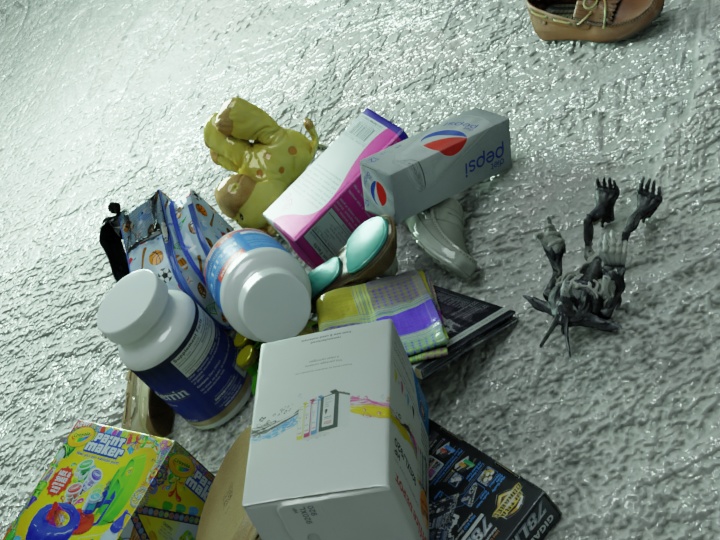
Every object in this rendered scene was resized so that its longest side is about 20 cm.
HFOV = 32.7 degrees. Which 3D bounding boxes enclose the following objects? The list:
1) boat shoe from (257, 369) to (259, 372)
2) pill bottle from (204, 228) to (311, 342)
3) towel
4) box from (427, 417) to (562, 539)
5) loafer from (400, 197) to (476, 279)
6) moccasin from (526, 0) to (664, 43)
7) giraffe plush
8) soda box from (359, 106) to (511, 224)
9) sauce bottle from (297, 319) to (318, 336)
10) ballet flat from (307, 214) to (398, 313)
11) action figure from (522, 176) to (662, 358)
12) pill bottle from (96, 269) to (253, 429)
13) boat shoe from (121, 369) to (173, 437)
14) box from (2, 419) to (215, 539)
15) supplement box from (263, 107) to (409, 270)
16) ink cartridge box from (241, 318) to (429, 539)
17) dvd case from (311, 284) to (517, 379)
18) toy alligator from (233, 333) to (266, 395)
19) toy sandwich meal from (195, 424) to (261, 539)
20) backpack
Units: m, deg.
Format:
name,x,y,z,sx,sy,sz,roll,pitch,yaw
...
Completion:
name,x,y,z,sx,sy,sz,roll,pitch,yaw
boat shoe,-0.064,0.127,1.379,0.067,0.200,0.072,-39,79,-5
pill bottle,-0.121,0.020,1.480,0.112,0.112,0.200,-44,20,-4
towel,0.021,0.056,1.375,0.141,0.023,0.201,-12,23,1
box,0.067,0.264,1.207,0.201,0.050,0.197,-50,38,-12
loafer,0.095,-0.057,1.489,0.070,0.070,0.200,-46,35,7
moccasin,0.300,-0.343,1.583,0.200,0.078,0.074,16,64,49
giraffe plush,-0.143,-0.123,1.734,0.196,0.173,0.165,13,67,8
soda box,0.094,-0.130,1.492,0.198,0.069,0.063,-27,34,-31
sauce bottle,-0.013,0.108,1.428,0.199,0.065,0.065,19,66,48
ballet flat,0.000,0.000,1.489,0.200,0.072,0.069,-41,40,39
action figure,0.239,-0.014,1.290,0.117,0.103,0.202,13,60,35
pill bottle,-0.228,0.097,1.517,0.114,0.200,0.117,-24,39,21
boat shoe,-0.286,0.140,1.635,0.064,0.071,0.202,-22,42,22
box,-0.289,0.299,1.436,0.198,0.122,0.194,2,53,43
supplement box,-0.014,-0.096,1.601,0.200,0.104,0.101,-44,37,-6
ink cartridge box,-0.017,0.179,1.187,0.142,0.148,0.202,-11,43,14
dvd case,0.059,0.061,1.394,0.147,0.016,0.199,-28,27,-31
toy alligator,-0.122,0.088,1.544,0.054,0.059,0.201,-40,28,13
toy sandwich meal,-0.113,0.254,1.304,0.206,0.069,0.207,-54,21,31
backpack,-0.234,0.005,1.646,0.152,0.200,0.193,-26,51,21
